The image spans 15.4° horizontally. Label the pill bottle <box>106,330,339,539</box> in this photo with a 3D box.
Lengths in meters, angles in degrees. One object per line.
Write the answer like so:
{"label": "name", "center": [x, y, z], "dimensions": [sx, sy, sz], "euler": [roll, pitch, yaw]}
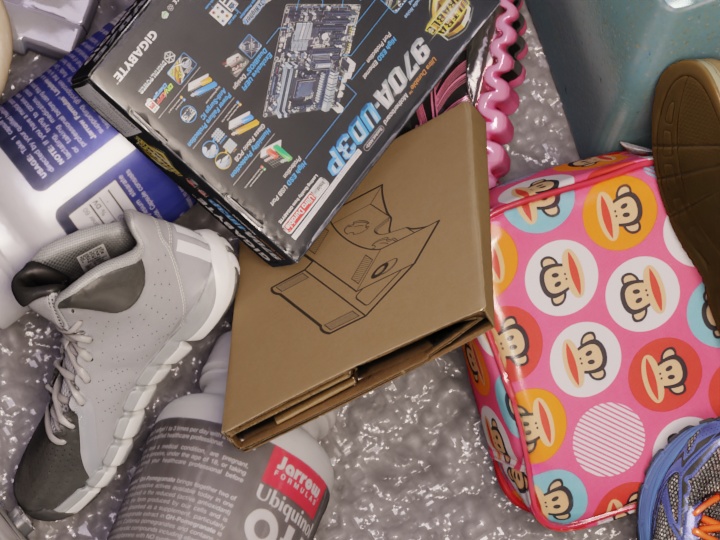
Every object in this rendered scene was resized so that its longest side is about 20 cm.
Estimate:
{"label": "pill bottle", "center": [-0.080, 0.140, 1.505], "dimensions": [0.110, 0.111, 0.201], "euler": [20, 66, 4]}

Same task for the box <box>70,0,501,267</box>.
{"label": "box", "center": [-0.040, -0.129, 1.490], "dimensions": [0.159, 0.046, 0.200], "euler": [41, 76, -15]}

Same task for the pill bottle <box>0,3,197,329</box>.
{"label": "pill bottle", "center": [-0.158, -0.062, 1.548], "dimensions": [0.200, 0.116, 0.116], "euler": [-37, 82, -6]}

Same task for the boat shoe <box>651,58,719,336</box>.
{"label": "boat shoe", "center": [0.219, -0.027, 1.472], "dimensions": [0.066, 0.074, 0.201], "euler": [-25, 102, -34]}

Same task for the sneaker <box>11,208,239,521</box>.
{"label": "sneaker", "center": [-0.166, 0.045, 1.508], "dimensions": [0.201, 0.115, 0.075], "euler": [-55, 43, 10]}

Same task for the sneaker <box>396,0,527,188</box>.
{"label": "sneaker", "center": [0.047, -0.099, 1.581], "dimensions": [0.095, 0.079, 0.201], "euler": [7, 79, 13]}

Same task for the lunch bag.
{"label": "lunch bag", "center": [0.148, 0.034, 1.519], "dimensions": [0.175, 0.082, 0.201], "euler": [-17, 100, -11]}

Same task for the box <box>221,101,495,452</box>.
{"label": "box", "center": [0.000, 0.000, 1.474], "dimensions": [0.163, 0.201, 0.021], "euler": [-27, 120, 19]}

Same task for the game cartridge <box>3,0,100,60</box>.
{"label": "game cartridge", "center": [-0.245, -0.213, 1.617], "dimensions": [0.199, 0.038, 0.130], "euler": [20, 85, 3]}

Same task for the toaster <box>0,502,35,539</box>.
{"label": "toaster", "center": [-0.290, 0.166, 1.512], "dimensions": [0.199, 0.114, 0.130], "euler": [-34, 78, -3]}

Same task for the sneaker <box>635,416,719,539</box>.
{"label": "sneaker", "center": [0.191, 0.178, 1.481], "dimensions": [0.075, 0.078, 0.201], "euler": [7, 102, -22]}

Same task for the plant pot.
{"label": "plant pot", "center": [0.199, -0.191, 1.527], "dimensions": [0.195, 0.200, 0.197], "euler": [-19, 81, -4]}

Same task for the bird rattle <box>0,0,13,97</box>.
{"label": "bird rattle", "center": [-0.286, -0.142, 1.567], "dimensions": [0.162, 0.113, 0.201], "euler": [11, 88, -14]}
